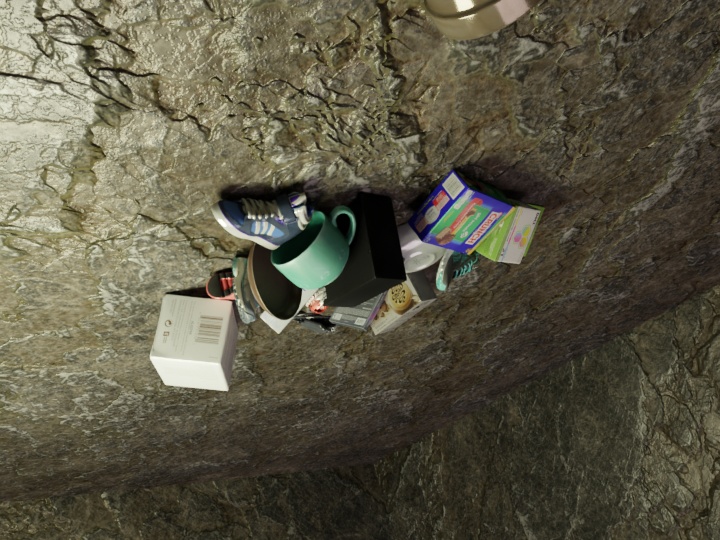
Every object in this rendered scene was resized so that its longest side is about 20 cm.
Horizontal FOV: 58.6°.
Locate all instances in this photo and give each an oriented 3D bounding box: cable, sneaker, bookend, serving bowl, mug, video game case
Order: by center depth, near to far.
[{"bbox_3d":[-0.183,-0.125,1.286,0.146,0.081,0.200,-37,145,18],"label":"sneaker"},{"bbox_3d":[-0.087,-0.039,1.370,0.185,0.152,0.114,-20,128,34],"label":"mug"},{"bbox_3d":[-0.235,0.032,1.413,0.086,0.200,0.078,-10,131,-6],"label":"sneaker"},{"bbox_3d":[-0.008,-0.039,1.451,0.092,0.199,0.200,5,156,-38],"label":"bookend"},{"bbox_3d":[-0.266,0.026,1.539,0.200,0.074,0.087,-11,168,-8],"label":"sneaker"},{"bbox_3d":[0.015,0.048,1.556,0.019,0.200,0.143,40,160,-32],"label":"video game case"},{"bbox_3d":[-0.149,0.059,1.603,0.201,0.108,0.067,-15,160,-7],"label":"sneaker"},{"bbox_3d":[0.252,-0.022,1.608,0.091,0.200,0.078,21,142,12],"label":"sneaker"},{"bbox_3d":[0.140,-0.049,1.632,0.200,0.066,0.200,-15,153,-8],"label":"serving bowl"},{"bbox_3d":[-0.108,0.096,1.676,0.163,0.200,0.051,-41,137,-49],"label":"cable"}]

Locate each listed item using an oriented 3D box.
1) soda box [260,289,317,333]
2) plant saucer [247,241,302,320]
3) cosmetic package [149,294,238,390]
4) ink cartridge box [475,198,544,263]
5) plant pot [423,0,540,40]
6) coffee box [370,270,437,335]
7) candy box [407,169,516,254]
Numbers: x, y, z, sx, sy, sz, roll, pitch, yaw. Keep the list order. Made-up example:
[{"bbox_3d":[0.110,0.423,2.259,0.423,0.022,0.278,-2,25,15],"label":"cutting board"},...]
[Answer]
[{"bbox_3d":[-0.150,0.054,1.539,0.200,0.063,0.068,-49,-179,4],"label":"soda box"},{"bbox_3d":[-0.191,0.012,1.406,0.032,0.201,0.200,-12,157,22],"label":"plant saucer"},{"bbox_3d":[-0.399,0.181,1.571,0.166,0.168,0.200,5,151,-2],"label":"cosmetic package"},{"bbox_3d":[0.404,-0.097,1.622,0.200,0.076,0.148,5,110,-37],"label":"ink cartridge box"},{"bbox_3d":[0.137,-0.427,0.808,0.200,0.200,0.173,-30,135,22],"label":"plant pot"},{"bbox_3d":[0.102,0.083,1.792,0.080,0.113,0.200,-7,155,-47],"label":"coffee box"},{"bbox_3d":[0.237,-0.130,1.497,0.200,0.077,0.169,10,129,-46],"label":"candy box"}]
